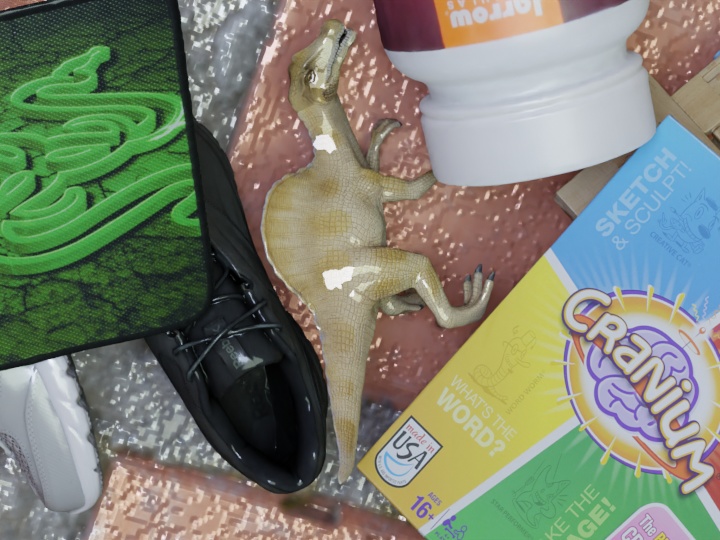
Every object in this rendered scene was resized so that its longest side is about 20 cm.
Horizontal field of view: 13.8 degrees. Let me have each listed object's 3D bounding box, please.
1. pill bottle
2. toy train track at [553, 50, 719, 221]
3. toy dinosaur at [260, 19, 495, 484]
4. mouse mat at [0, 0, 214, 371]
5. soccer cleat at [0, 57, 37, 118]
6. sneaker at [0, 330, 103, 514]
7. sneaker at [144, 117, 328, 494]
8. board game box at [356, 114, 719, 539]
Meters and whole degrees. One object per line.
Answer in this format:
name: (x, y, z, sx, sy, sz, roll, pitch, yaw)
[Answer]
pill bottle: (0.055, -0.143, 1.221, 0.114, 0.114, 0.201, -16, 103, -15)
toy train track: (0.165, -0.082, 1.321, 0.200, 0.033, 0.115, -39, 80, -14)
toy dinosaur: (0.000, 0.000, 1.254, 0.101, 0.058, 0.201, 9, 70, -38)
mouse mat: (-0.157, -0.022, 1.131, 0.199, 0.008, 0.162, -15, 127, -12)
soccer cleat: (-0.217, -0.052, 1.148, 0.199, 0.068, 0.074, -7, 109, 3)
sneaker: (-0.175, 0.020, 1.217, 0.082, 0.075, 0.200, -33, 99, -3)
sneaker: (-0.065, 0.006, 1.233, 0.076, 0.091, 0.200, -34, 109, 0)
board game box: (0.116, 0.058, 1.226, 0.200, 0.153, 0.040, -49, 148, 2)
